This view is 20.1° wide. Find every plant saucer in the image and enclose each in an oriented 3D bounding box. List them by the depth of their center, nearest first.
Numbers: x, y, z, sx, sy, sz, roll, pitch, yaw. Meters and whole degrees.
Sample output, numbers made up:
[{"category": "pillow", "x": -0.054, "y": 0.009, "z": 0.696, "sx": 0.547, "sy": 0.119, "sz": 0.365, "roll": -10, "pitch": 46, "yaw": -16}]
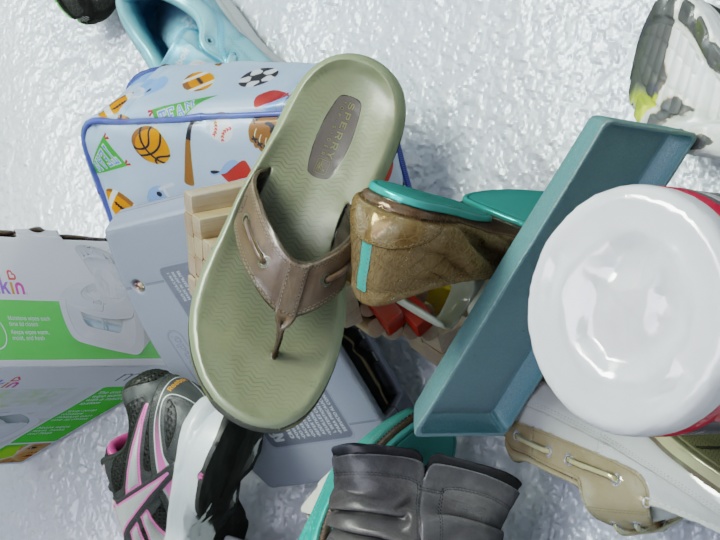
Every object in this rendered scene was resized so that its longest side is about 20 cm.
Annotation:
[{"category": "plant saucer", "x": 0.093, "y": 0.004, "z": 1.024, "sx": 0.019, "sy": 0.070, "sz": 0.200, "roll": 52, "pitch": 124, "yaw": 36}]

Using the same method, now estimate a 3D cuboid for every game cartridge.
[{"category": "game cartridge", "x": -0.059, "y": 0.039, "z": 1.180, "sx": 0.133, "sy": 0.041, "sz": 0.200, "roll": -13, "pitch": 119, "yaw": 35}]

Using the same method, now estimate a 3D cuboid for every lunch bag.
[{"category": "lunch bag", "x": -0.065, "y": -0.040, "z": 1.192, "sx": 0.199, "sy": 0.076, "sz": 0.161, "roll": 2, "pitch": 124, "yaw": 33}]

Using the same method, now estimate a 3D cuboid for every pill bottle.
[{"category": "pill bottle", "x": 0.176, "y": 0.021, "z": 0.948, "sx": 0.110, "sy": 0.200, "sz": 0.111, "roll": -2, "pitch": 87, "yaw": 39}]

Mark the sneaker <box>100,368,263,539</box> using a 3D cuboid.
[{"category": "sneaker", "x": -0.118, "y": 0.137, "z": 1.233, "sx": 0.086, "sy": 0.080, "sz": 0.201, "roll": 32, "pitch": 125, "yaw": 21}]

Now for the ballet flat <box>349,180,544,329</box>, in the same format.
[{"category": "ballet flat", "x": 0.060, "y": -0.005, "z": 1.045, "sx": 0.068, "sy": 0.200, "sz": 0.073, "roll": 26, "pitch": 106, "yaw": 33}]

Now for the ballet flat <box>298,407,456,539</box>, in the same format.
[{"category": "ballet flat", "x": -0.017, "y": 0.160, "z": 1.137, "sx": 0.070, "sy": 0.067, "sz": 0.201, "roll": 9, "pitch": 67, "yaw": 52}]

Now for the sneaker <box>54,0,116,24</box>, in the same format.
[{"category": "sneaker", "x": -0.142, "y": -0.244, "z": 1.305, "sx": 0.084, "sy": 0.077, "sz": 0.200, "roll": 46, "pitch": 116, "yaw": 36}]

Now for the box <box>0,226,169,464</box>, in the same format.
[{"category": "box", "x": -0.247, "y": 0.052, "z": 1.295, "sx": 0.176, "sy": 0.200, "sz": 0.097, "roll": -29, "pitch": 70, "yaw": 33}]

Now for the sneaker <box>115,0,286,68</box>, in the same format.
[{"category": "sneaker", "x": -0.084, "y": -0.110, "z": 1.244, "sx": 0.200, "sy": 0.082, "sz": 0.074, "roll": 43, "pitch": 115, "yaw": 29}]

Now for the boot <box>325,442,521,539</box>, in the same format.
[{"category": "boot", "x": 0.067, "y": 0.169, "z": 1.077, "sx": 0.070, "sy": 0.199, "sz": 0.132, "roll": 135, "pitch": 153, "yaw": -72}]

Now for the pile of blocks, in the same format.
[{"category": "pile of blocks", "x": 0.000, "y": 0.000, "z": 1.090, "sx": 0.062, "sy": 0.199, "sz": 0.082, "roll": 33, "pitch": 106, "yaw": 59}]

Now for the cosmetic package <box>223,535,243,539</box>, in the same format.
[{"category": "cosmetic package", "x": -0.048, "y": 0.269, "z": 1.173, "sx": 0.150, "sy": 0.052, "sz": 0.201, "roll": 10, "pitch": 73, "yaw": 41}]

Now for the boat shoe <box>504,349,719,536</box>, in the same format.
[{"category": "boat shoe", "x": 0.152, "y": 0.103, "z": 1.051, "sx": 0.200, "sy": 0.075, "sz": 0.069, "roll": 34, "pitch": 110, "yaw": 47}]

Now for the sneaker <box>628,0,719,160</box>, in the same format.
[{"category": "sneaker", "x": 0.207, "y": -0.080, "z": 1.016, "sx": 0.200, "sy": 0.084, "sz": 0.075, "roll": 50, "pitch": 127, "yaw": 54}]

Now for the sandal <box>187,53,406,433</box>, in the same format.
[{"category": "sandal", "x": -0.034, "y": -0.019, "z": 1.017, "sx": 0.079, "sy": 0.057, "sz": 0.202, "roll": 17, "pitch": 81, "yaw": -1}]
